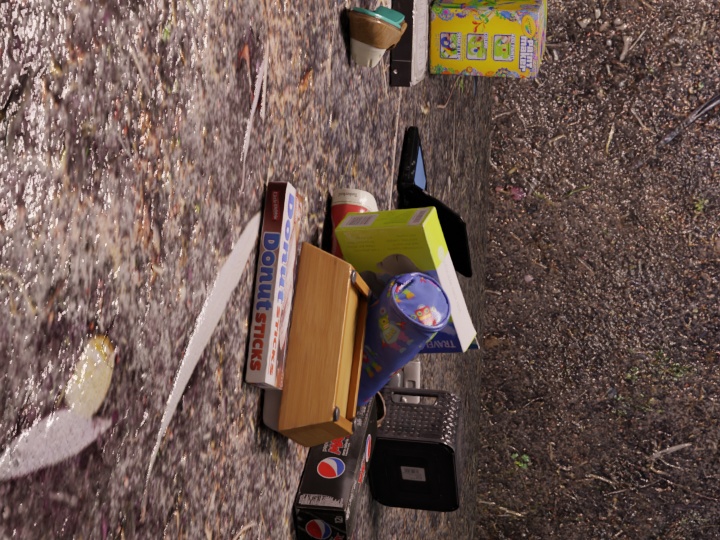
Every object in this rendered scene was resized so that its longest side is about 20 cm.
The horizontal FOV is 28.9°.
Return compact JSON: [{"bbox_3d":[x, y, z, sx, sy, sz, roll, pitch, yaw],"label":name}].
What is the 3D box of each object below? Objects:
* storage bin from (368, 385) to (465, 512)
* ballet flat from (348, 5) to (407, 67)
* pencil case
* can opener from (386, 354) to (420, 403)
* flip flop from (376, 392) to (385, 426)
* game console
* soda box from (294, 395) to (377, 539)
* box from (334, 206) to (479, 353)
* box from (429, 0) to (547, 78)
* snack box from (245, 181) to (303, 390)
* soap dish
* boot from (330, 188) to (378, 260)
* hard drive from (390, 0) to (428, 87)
[{"bbox_3d":[0.085,0.271,2.105,0.201,0.134,0.094,81,17,-51],"label":"storage bin"},{"bbox_3d":[0.016,-0.297,1.780,0.200,0.067,0.073,-58,170,-76],"label":"ballet flat"},{"bbox_3d":[0.022,0.080,1.616,0.078,0.087,0.200,-36,172,-47],"label":"pencil case"},{"bbox_3d":[0.068,0.124,2.191,0.066,0.052,0.202,-39,132,-75],"label":"can opener"},{"bbox_3d":[0.003,0.180,1.848,0.200,0.057,0.082,77,20,-57],"label":"flip flop"},{"bbox_3d":[0.130,-0.111,2.274,0.200,0.115,0.177,76,21,-61],"label":"game console"},{"bbox_3d":[-0.027,0.238,1.695,0.201,0.063,0.071,-73,163,-50],"label":"soda box"},{"bbox_3d":[0.056,0.024,1.640,0.048,0.121,0.201,-54,132,-47],"label":"box"},{"bbox_3d":[0.231,-0.431,2.494,0.200,0.191,0.123,-62,154,-64],"label":"box"},{"bbox_3d":[-0.086,0.016,1.403,0.072,0.024,0.202,43,52,-75],"label":"snack box"},{"bbox_3d":[-0.044,0.085,1.505,0.157,0.081,0.202,55,41,-74],"label":"soap dish"},{"bbox_3d":[0.000,0.000,1.750,0.200,0.072,0.145,47,48,-65],"label":"boot"},{"bbox_3d":[0.076,-0.383,2.101,0.140,0.038,0.202,-49,141,-74],"label":"hard drive"}]
